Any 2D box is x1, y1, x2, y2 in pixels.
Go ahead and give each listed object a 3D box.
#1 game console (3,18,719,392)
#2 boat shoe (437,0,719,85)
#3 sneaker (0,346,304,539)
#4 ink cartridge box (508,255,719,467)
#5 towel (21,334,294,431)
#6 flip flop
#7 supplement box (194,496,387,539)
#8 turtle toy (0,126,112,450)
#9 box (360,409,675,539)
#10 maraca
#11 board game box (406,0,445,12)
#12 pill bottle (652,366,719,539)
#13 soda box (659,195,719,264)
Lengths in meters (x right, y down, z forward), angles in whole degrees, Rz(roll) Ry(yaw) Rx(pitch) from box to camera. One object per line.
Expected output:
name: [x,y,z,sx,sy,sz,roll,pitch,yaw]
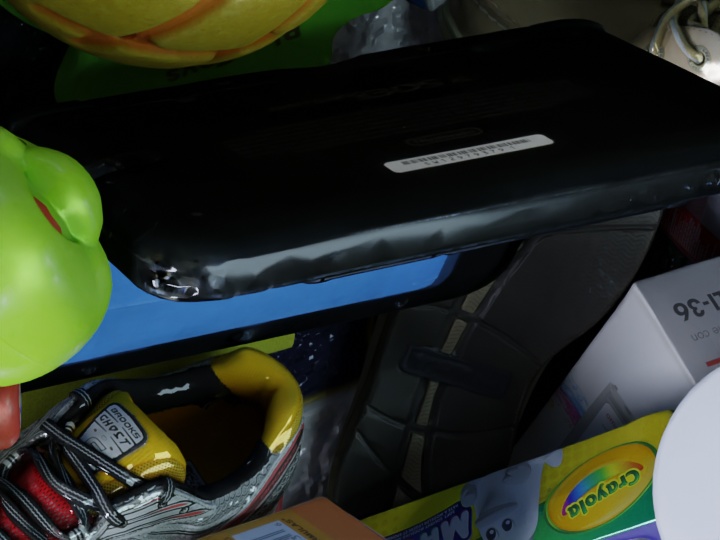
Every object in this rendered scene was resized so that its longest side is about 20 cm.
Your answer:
game console: [0.000,0.000,0.706,0.199,0.176,0.117,-12,116,-25]
boat shoe: [0.121,-0.068,0.798,0.072,0.199,0.065,-56,166,-33]
sneaker: [-0.100,0.073,0.756,0.199,0.078,0.082,-24,152,-40]
ink cartridge box: [0.137,0.050,0.907,0.116,0.068,0.200,-16,153,-33]
towel: [-0.101,0.012,0.773,0.199,0.018,0.087,-16,128,-35]
flip flop: [0.045,0.016,0.874,0.081,0.058,0.201,20,113,-9]
supplement box: [-0.061,0.130,0.722,0.199,0.069,0.067,-12,125,-47]
turtle toy: [-0.142,0.021,0.627,0.146,0.199,0.101,54,49,-13]
box: [0.055,0.123,0.873,0.199,0.049,0.117,-21,139,29]
maraca: [-0.049,-0.107,0.685,0.136,0.108,0.200,-18,149,-3]
board game box: [0.052,-0.218,0.741,0.195,0.056,0.201,-38,134,-18]
pill bottle: [0.174,0.078,0.784,0.200,0.111,0.112,15,105,-56]
soda box: [0.160,-0.090,0.873,0.070,0.063,0.201,-24,145,-29]
